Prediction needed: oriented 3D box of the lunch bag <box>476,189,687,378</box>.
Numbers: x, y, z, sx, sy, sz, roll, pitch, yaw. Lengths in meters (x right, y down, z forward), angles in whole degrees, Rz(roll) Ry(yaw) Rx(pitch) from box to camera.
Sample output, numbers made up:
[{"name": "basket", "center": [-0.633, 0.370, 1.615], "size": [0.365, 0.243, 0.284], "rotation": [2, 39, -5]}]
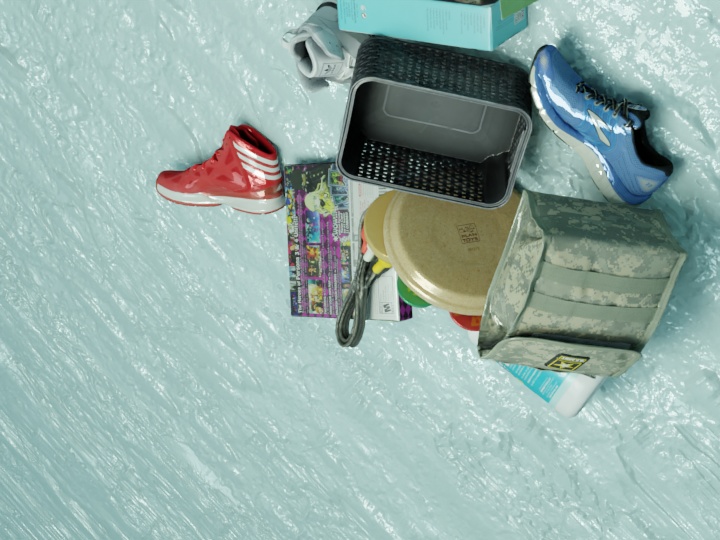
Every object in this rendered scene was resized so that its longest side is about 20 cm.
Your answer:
[{"name": "lunch bag", "center": [0.227, 0.032, 1.360], "size": [0.163, 0.118, 0.201], "rotation": [8, 122, -12]}]

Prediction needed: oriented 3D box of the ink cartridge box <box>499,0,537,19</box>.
[{"name": "ink cartridge box", "center": [0.196, -0.332, 1.200], "size": [0.048, 0.200, 0.146], "rotation": [11, 122, 36]}]

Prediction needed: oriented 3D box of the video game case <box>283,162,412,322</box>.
[{"name": "video game case", "center": [-0.017, -0.038, 1.626], "size": [0.181, 0.036, 0.201], "rotation": [0, 95, 38]}]

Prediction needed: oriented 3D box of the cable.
[{"name": "cable", "center": [0.000, 0.000, 1.561], "size": [0.097, 0.050, 0.200], "rotation": [52, 124, 34]}]

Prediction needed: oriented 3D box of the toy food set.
[{"name": "toy food set", "center": [0.117, -0.030, 1.461], "size": [0.198, 0.199, 0.049], "rotation": [57, 155, 19]}]

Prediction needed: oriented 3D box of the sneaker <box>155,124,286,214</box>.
[{"name": "sneaker", "center": [-0.190, -0.147, 1.729], "size": [0.199, 0.078, 0.116], "rotation": [8, 113, 21]}]

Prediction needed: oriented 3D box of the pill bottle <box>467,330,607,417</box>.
[{"name": "pill bottle", "center": [0.204, 0.073, 1.512], "size": [0.200, 0.111, 0.111], "rotation": [39, 134, 14]}]

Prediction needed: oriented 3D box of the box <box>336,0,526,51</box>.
[{"name": "box", "center": [0.077, -0.288, 1.407], "size": [0.199, 0.082, 0.049], "rotation": [14, 124, 31]}]

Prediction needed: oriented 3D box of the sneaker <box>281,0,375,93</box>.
[{"name": "sneaker", "center": [0.000, -0.229, 1.482], "size": [0.200, 0.115, 0.075], "rotation": [42, 135, 9]}]

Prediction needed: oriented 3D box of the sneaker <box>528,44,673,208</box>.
[{"name": "sneaker", "center": [0.259, -0.164, 1.355], "size": [0.200, 0.079, 0.089], "rotation": [48, 129, -8]}]

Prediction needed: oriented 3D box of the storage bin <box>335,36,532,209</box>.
[{"name": "storage bin", "center": [0.081, -0.163, 1.416], "size": [0.199, 0.094, 0.136], "rotation": [11, 128, -3]}]
